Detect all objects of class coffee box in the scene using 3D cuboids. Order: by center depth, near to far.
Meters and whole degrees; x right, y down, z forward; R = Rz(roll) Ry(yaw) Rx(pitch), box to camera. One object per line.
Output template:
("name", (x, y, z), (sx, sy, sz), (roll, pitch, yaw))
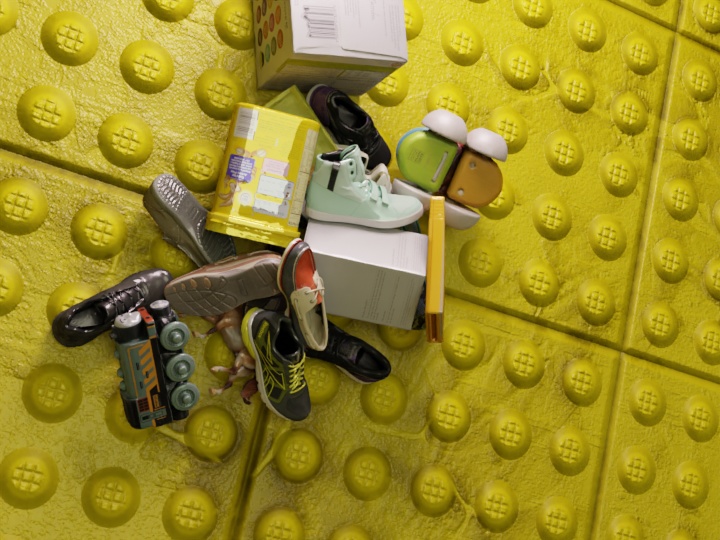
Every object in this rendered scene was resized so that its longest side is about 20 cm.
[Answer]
("coffee box", (-0.057, -0.416, 1.689), (0.198, 0.197, 0.202), (-1, 83, -23))

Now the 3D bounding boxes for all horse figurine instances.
("horse figurine", (-0.205, 0.117, 1.631), (0.132, 0.050, 0.202), (-19, 81, -44))

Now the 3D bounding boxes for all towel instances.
("towel", (-0.085, -0.195, 1.666), (0.086, 0.018, 0.201), (-35, 102, -5))

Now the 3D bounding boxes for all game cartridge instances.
("game cartridge", (0.122, -0.001, 1.666), (0.032, 0.177, 0.202), (0, 70, 5))

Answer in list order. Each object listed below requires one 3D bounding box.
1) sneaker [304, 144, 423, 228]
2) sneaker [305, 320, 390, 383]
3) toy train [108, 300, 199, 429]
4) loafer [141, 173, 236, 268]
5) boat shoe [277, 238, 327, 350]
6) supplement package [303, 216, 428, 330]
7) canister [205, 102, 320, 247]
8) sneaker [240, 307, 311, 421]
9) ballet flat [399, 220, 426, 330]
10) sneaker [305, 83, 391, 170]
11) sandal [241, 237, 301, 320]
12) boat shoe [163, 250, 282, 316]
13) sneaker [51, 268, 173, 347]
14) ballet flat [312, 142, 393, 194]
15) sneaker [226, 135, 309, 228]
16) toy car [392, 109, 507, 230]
("sneaker", (0.015, -0.137, 1.640), (0.198, 0.074, 0.119), (2, 118, -16))
("sneaker", (-0.038, 0.120, 1.676), (0.198, 0.087, 0.076), (26, 76, -16))
("toy train", (-0.313, 0.146, 1.549), (0.113, 0.085, 0.202), (-16, 117, -23))
("loafer", (-0.273, -0.066, 1.634), (0.201, 0.069, 0.075), (54, 43, -19))
("boat shoe", (-0.082, 0.040, 1.564), (0.071, 0.062, 0.202), (-37, 142, -36))
("supplement package", (0.000, 0.000, 1.651), (0.198, 0.118, 0.118), (12, 36, -3))
("canister", (-0.150, -0.148, 1.601), (0.147, 0.086, 0.202), (12, 93, -18))
("sneaker", (-0.120, 0.152, 1.592), (0.074, 0.084, 0.202), (-41, 117, -38))
("ballet flat", (0.080, 0.004, 1.760), (0.073, 0.074, 0.203), (-8, 84, -22))
("sneaker", (-0.006, -0.230, 1.719), (0.200, 0.087, 0.076), (39, 80, -36))
("sandal", (-0.150, 0.013, 1.672), (0.081, 0.054, 0.202), (30, 56, -31))
("boat shoe", (-0.206, 0.017, 1.592), (0.198, 0.072, 0.076), (-10, 118, 2))
("sneaker", (-0.370, 0.056, 1.560), (0.199, 0.091, 0.076), (-32, 93, -24))
("ballet flat", (0.000, -0.162, 1.729), (0.199, 0.071, 0.069), (30, 28, -25))
("sneaker", (-0.140, -0.165, 1.699), (0.200, 0.077, 0.085), (48, 59, -18))
("toy car", (0.145, -0.182, 1.769), (0.198, 0.150, 0.176), (20, 104, -22))
